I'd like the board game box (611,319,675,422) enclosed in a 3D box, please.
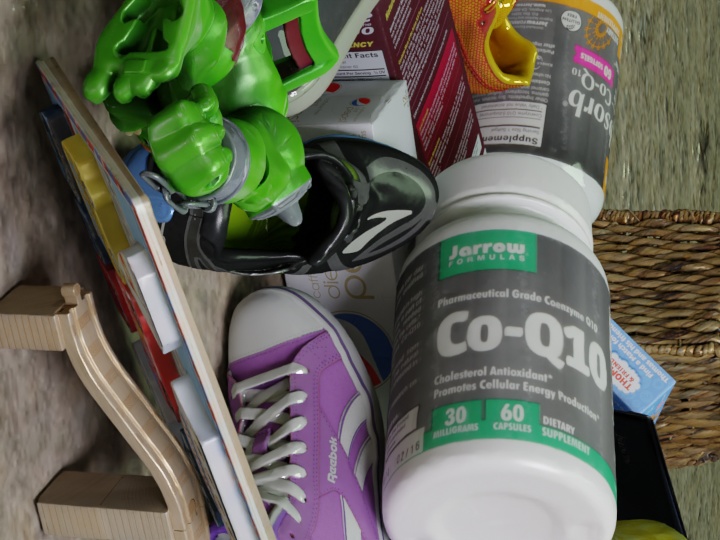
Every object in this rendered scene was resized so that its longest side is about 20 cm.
[{"bbox_3d":[0.124,0.058,1.097,0.037,0.151,0.200,-41,163,-12],"label":"board game box"}]

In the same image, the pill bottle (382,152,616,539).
[{"bbox_3d":[0.070,0.045,0.857,0.114,0.112,0.201,67,20,-46],"label":"pill bottle"}]

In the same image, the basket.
[{"bbox_3d":[0.198,0.053,1.274,0.150,0.198,0.144,-69,150,-42],"label":"basket"}]

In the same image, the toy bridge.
[{"bbox_3d":[-0.097,0.096,0.699,0.027,0.067,0.202,-52,139,-56],"label":"toy bridge"}]

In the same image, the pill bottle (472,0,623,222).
[{"bbox_3d":[0.114,-0.090,1.168,0.116,0.115,0.202,48,47,-60],"label":"pill bottle"}]

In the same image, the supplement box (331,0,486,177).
[{"bbox_3d":[0.018,-0.106,0.994,0.109,0.060,0.201,-69,152,-42],"label":"supplement box"}]

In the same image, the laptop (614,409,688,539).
[{"bbox_3d":[0.116,0.081,1.086,0.188,0.115,0.201,65,8,-49],"label":"laptop"}]

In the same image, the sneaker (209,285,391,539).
[{"bbox_3d":[-0.037,0.094,0.803,0.114,0.072,0.202,22,48,-60],"label":"sneaker"}]

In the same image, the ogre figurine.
[{"bbox_3d":[-0.068,-0.095,0.684,0.098,0.200,0.120,-43,144,1],"label":"ogre figurine"}]

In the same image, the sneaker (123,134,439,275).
[{"bbox_3d":[-0.026,-0.025,0.800,0.199,0.082,0.072,-3,106,-52],"label":"sneaker"}]

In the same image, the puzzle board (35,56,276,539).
[{"bbox_3d":[-0.079,0.029,0.682,0.151,0.017,0.201,50,-19,57],"label":"puzzle board"}]

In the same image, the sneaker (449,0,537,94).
[{"bbox_3d":[0.055,-0.189,1.056,0.200,0.076,0.074,50,45,-45],"label":"sneaker"}]

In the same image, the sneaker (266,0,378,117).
[{"bbox_3d":[-0.027,-0.183,0.854,0.107,0.074,0.201,69,31,-48],"label":"sneaker"}]

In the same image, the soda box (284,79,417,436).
[{"bbox_3d":[0.000,0.000,0.942,0.064,0.067,0.202,-56,141,-56],"label":"soda box"}]

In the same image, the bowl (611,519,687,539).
[{"bbox_3d":[0.095,0.222,0.850,0.200,0.107,0.203,-173,-90,-71],"label":"bowl"}]
